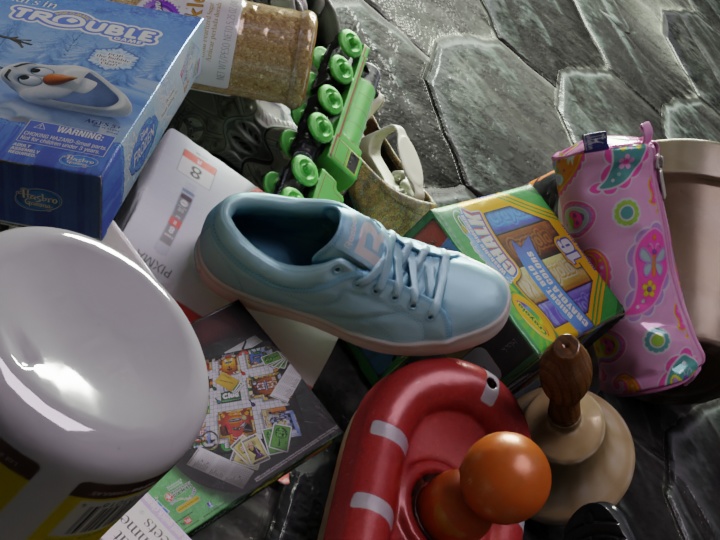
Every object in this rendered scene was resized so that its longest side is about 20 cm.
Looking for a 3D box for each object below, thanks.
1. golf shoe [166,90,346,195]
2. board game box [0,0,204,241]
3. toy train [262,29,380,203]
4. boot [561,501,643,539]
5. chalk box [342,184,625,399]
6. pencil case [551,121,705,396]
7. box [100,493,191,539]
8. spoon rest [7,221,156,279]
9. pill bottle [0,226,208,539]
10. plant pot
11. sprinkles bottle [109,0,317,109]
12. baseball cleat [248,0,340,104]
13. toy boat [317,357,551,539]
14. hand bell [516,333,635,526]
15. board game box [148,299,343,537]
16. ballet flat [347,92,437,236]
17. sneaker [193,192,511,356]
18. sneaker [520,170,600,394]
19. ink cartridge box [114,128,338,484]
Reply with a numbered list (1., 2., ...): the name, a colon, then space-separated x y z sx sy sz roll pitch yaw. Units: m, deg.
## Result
1. golf shoe: -0.091 -0.117 0.979 0.200 0.078 0.097 48 14 -8
2. board game box: -0.208 -0.102 0.740 0.199 0.044 0.199 11 34 3
3. toy train: -0.023 -0.088 0.913 0.056 0.042 0.201 41 45 -26
4. boot: 0.235 0.240 0.932 0.199 0.066 0.166 4 67 -42
5. chalk box: 0.072 0.033 0.931 0.124 0.125 0.200 55 31 13
6. pencil case: 0.203 -0.007 1.011 0.087 0.087 0.201 -17 96 -56
7. box: -0.148 0.095 0.638 0.200 0.039 0.041 47 42 4
8. spoon rest: -0.165 -0.010 0.725 0.099 0.061 0.200 -3 44 -35
9. pill bottle: -0.155 0.081 0.531 0.109 0.200 0.110 30 35 -24
10. plant pot: 0.274 0.014 1.157 0.200 0.200 0.174 27 52 -28
11. sprinkles bottle: -0.131 -0.158 0.886 0.199 0.068 0.068 10 40 -7
12. baseball cleat: -0.083 -0.209 1.030 0.200 0.107 0.070 43 45 6
13. toy boat: 0.059 0.134 0.773 0.130 0.131 0.201 34 43 -19
14. hand bell: 0.132 0.086 0.860 0.200 0.104 0.104 76 -11 -62
15. board game box: -0.104 0.091 0.725 0.105 0.023 0.200 53 40 9
16. ballet flat: 0.002 -0.106 1.064 0.071 0.071 0.200 2 52 -49
17. sneaker: 0.000 0.000 0.797 0.199 0.082 0.074 9 67 -7
18. sneaker: 0.153 0.018 1.094 0.077 0.112 0.201 15 77 -31
19. ink cartridge box: -0.085 0.016 0.837 0.162 0.050 0.200 34 30 -18
